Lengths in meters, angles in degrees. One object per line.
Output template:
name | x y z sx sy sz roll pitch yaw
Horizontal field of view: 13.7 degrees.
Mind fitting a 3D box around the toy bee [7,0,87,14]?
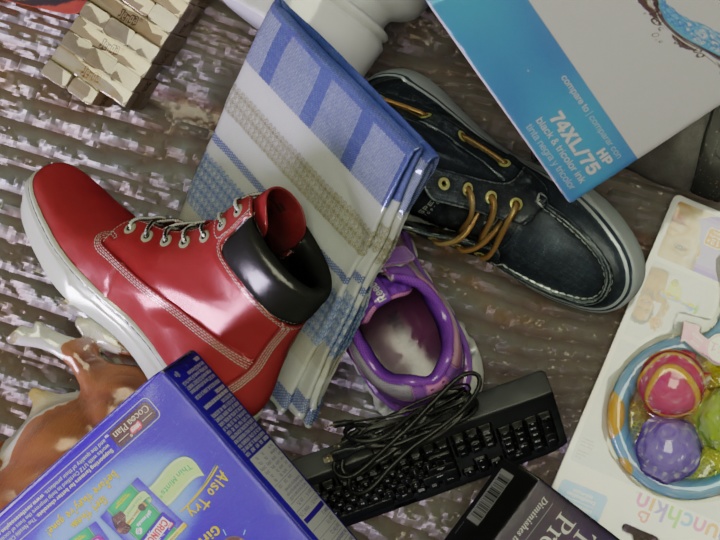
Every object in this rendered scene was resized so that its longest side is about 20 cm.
toy bee | -0.250 -0.199 1.708 0.200 0.109 0.131 -11 46 -20

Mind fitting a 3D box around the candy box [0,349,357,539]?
candy box | -0.092 0.173 1.622 0.169 0.077 0.200 -41 89 15

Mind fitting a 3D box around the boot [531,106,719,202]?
boot | 0.172 -0.147 1.718 0.131 0.070 0.200 16 87 4

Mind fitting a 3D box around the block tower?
block tower | -0.104 -0.183 1.729 0.054 0.058 0.200 33 95 5

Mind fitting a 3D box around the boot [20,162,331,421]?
boot | -0.100 -0.022 1.670 0.200 0.072 0.144 46 127 22

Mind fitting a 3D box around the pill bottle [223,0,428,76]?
pill bottle | 0.013 -0.214 1.707 0.113 0.113 0.200 33 88 4

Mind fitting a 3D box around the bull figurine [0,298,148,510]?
bull figurine | -0.187 0.108 1.714 0.200 0.065 0.121 -40 85 -1

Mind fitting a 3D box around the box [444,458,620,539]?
box | 0.083 0.229 1.673 0.141 0.079 0.200 37 87 -15

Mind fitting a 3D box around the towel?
towel | -0.037 -0.030 1.666 0.147 0.024 0.200 46 128 30

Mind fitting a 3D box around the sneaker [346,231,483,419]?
sneaker | 0.000 0.000 1.705 0.080 0.088 0.200 -35 84 0

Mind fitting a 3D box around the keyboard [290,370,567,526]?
keyboard | 0.019 0.116 1.687 0.200 0.104 0.040 -21 53 1

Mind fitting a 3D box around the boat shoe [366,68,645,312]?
boat shoe | 0.064 -0.033 1.695 0.200 0.091 0.071 36 120 8

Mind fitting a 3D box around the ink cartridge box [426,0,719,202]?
ink cartridge box | 0.144 -0.170 1.600 0.200 0.147 0.146 -33 115 8

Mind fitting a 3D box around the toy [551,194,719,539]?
toy | 0.195 0.068 1.712 0.115 0.047 0.200 23 86 5
